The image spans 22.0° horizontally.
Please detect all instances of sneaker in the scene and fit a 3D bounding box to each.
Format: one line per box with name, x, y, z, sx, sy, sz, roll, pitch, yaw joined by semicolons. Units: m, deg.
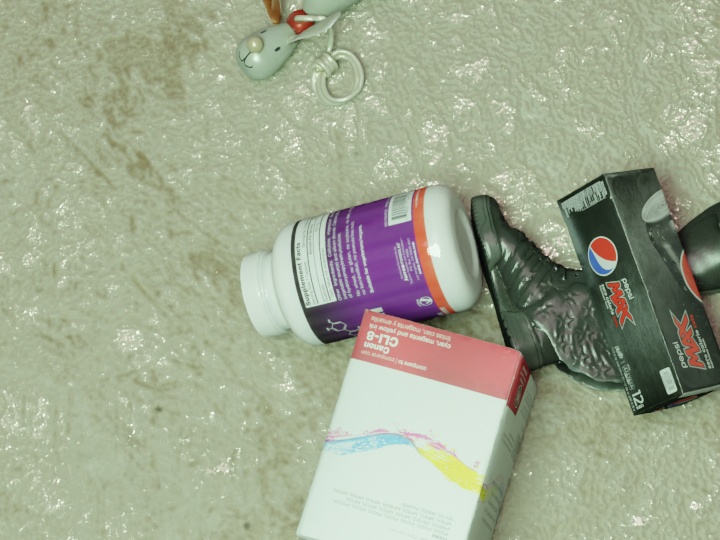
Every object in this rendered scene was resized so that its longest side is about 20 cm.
sneaker;0.351;-0.045;1.602;0.199;0.082;0.074;-27;75;4
sneaker;0.168;0.017;1.633;0.103;0.060;0.201;-14;71;-2

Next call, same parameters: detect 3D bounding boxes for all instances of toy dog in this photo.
toy dog;-0.034;-0.264;1.721;0.131;0.096;0.201;23;81;15

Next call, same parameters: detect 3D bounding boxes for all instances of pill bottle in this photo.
pill bottle;0.000;0.000;1.629;0.198;0.112;0.113;-14;73;17

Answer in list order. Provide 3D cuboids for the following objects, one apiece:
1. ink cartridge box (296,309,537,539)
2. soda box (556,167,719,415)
ink cartridge box;0.050;0.160;1.568;0.143;0.145;0.202;15;78;13
soda box;0.243;0.017;1.587;0.063;0.070;0.202;-31;73;48
